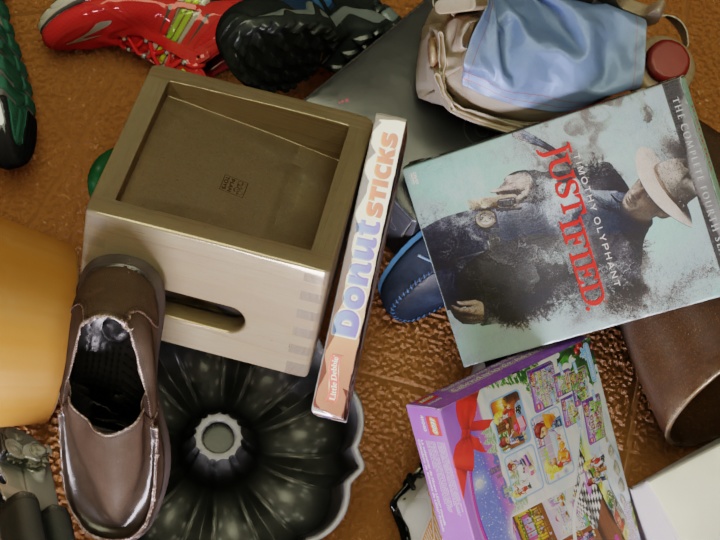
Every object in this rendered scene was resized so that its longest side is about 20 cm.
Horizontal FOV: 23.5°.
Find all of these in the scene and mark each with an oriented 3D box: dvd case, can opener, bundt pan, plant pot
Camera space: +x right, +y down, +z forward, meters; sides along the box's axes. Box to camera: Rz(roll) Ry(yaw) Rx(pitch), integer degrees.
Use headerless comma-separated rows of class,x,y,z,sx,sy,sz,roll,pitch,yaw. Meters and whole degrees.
dvd case,0.139,-0.030,1.142,0.200,0.022,0.146,-16,91,21
can opener,-0.221,0.179,1.150,0.066,0.053,0.200,-49,39,16
bundt pan,-0.098,0.122,1.199,0.202,0.076,0.202,1,74,-4
plant pot,0.244,-0.010,1.224,0.187,0.187,0.200,-26,65,-11
plant pot,-0.292,0.029,1.162,0.183,0.200,0.200,9,74,-18

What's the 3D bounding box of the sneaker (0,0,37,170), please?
sneaker,-0.297,-0.154,1.271,0.087,0.074,0.200,-18,67,5

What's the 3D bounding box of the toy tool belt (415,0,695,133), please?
toy tool belt,0.140,-0.151,1.159,0.200,0.123,0.125,4,78,-7

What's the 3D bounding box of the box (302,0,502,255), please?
box,0.066,-0.125,1.263,0.200,0.106,0.122,-42,82,-13

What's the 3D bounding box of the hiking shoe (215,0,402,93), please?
hiking shoe,-0.052,-0.179,1.217,0.074,0.200,0.087,-46,76,25

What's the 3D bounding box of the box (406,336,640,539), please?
box,0.117,0.159,1.164,0.137,0.039,0.200,-22,103,-33

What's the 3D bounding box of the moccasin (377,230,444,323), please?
moccasin,0.096,-0.015,1.209,0.200,0.080,0.068,-37,61,26

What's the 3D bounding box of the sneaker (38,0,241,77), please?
sneaker,-0.137,-0.173,1.278,0.200,0.077,0.085,-4,80,-5

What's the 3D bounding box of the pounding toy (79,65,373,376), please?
pounding toy,-0.109,-0.035,1.168,0.200,0.142,0.184,14,44,1

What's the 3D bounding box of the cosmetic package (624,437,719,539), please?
cosmetic package,0.289,0.145,1.208,0.200,0.108,0.085,-27,80,-9

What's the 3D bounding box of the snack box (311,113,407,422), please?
snack box,0.000,0.000,1.147,0.024,0.072,0.200,12,84,2

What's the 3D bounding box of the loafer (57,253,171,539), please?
loafer,-0.162,0.091,1.084,0.073,0.071,0.200,3,114,6

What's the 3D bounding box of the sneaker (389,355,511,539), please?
sneaker,0.066,0.145,1.208,0.080,0.074,0.200,13,74,1
